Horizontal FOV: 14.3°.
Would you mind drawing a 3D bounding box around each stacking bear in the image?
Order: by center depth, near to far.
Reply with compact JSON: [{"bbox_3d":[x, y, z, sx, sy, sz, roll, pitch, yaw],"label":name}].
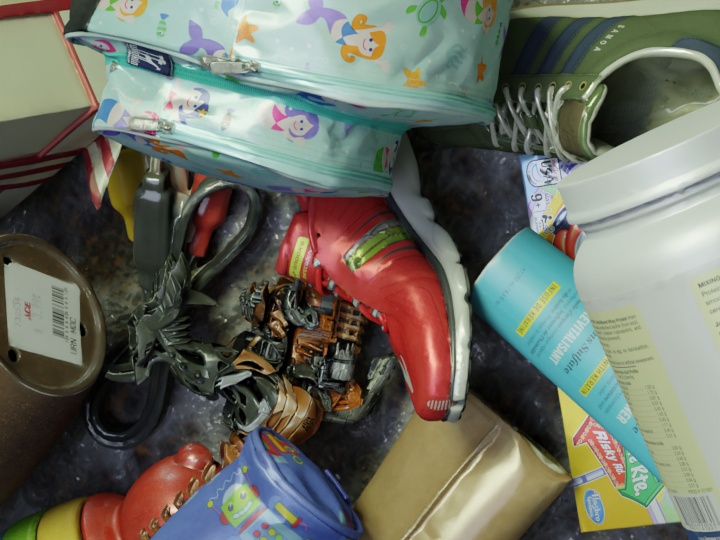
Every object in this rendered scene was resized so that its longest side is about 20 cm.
[{"bbox_3d":[-0.144,0.172,1.599,0.200,0.114,0.122,-34,81,20],"label":"stacking bear"}]

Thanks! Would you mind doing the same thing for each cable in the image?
[{"bbox_3d":[-0.104,0.006,1.607,0.097,0.050,0.201,9,112,7],"label":"cable"}]

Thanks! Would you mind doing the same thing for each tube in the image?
[{"bbox_3d":[0.144,0.060,1.446,0.200,0.050,0.078,39,109,11],"label":"tube"}]

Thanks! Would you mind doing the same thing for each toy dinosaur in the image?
[{"bbox_3d":[-0.058,0.054,1.525,0.136,0.200,0.102,32,154,-8],"label":"toy dinosaur"}]

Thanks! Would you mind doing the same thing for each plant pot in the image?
[{"bbox_3d":[-0.234,0.061,1.559,0.200,0.187,0.187,-30,83,37],"label":"plant pot"}]

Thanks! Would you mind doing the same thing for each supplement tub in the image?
[{"bbox_3d":[0.187,0.026,1.337,0.145,0.145,0.200,-22,96,25],"label":"supplement tub"}]

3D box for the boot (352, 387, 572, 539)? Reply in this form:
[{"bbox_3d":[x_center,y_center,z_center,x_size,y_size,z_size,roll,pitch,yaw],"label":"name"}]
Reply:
[{"bbox_3d":[0.038,0.175,1.484,0.175,0.066,0.200,40,91,31],"label":"boot"}]

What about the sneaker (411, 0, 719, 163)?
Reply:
[{"bbox_3d":[0.108,-0.088,1.440,0.200,0.090,0.067,-10,120,19],"label":"sneaker"}]

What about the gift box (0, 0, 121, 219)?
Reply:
[{"bbox_3d":[-0.240,-0.101,1.549,0.184,0.186,0.200,-29,81,44],"label":"gift box"}]

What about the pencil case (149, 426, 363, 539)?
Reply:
[{"bbox_3d":[-0.086,0.171,1.494,0.200,0.087,0.078,-46,65,15],"label":"pencil case"}]

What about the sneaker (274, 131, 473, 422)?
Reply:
[{"bbox_3d":[0.000,0.000,1.478,0.077,0.085,0.200,102,151,-52],"label":"sneaker"}]

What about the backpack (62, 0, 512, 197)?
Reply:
[{"bbox_3d":[-0.029,-0.112,1.404,0.199,0.177,0.151,5,89,19],"label":"backpack"}]

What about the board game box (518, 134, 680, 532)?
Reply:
[{"bbox_3d":[0.164,0.027,1.475,0.134,0.034,0.201,-9,92,25],"label":"board game box"}]
